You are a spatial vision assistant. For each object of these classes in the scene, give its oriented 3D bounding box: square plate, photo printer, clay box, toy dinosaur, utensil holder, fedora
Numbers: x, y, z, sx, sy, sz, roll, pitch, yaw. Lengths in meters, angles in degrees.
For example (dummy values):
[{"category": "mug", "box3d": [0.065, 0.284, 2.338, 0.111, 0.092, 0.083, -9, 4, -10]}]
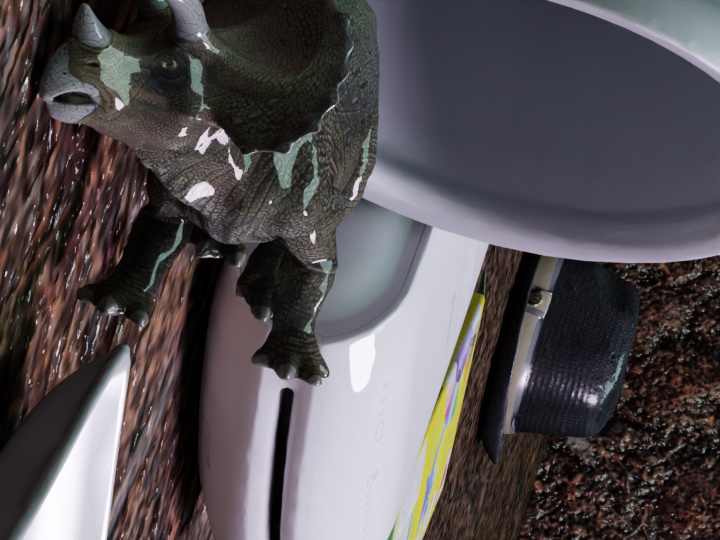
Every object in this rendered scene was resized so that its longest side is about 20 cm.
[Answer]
[{"category": "square plate", "box3d": [-0.103, 0.141, 0.666, 0.200, 0.028, 0.199, -61, 165, -62]}, {"category": "photo printer", "box3d": [0.000, 0.000, 0.998, 0.167, 0.069, 0.200, 96, 12, -52]}, {"category": "clay box", "box3d": [0.013, 0.087, 1.369, 0.200, 0.047, 0.115, -65, 168, -60]}, {"category": "toy dinosaur", "box3d": [-0.021, -0.038, 0.739, 0.200, 0.077, 0.103, -43, 154, -71]}, {"category": "utensil holder", "box3d": [0.065, -0.128, 0.870, 0.170, 0.169, 0.201, 88, 16, -67]}, {"category": "fedora", "box3d": [0.157, 0.059, 2.241, 0.201, 0.091, 0.201, 16, 90, -83]}]
